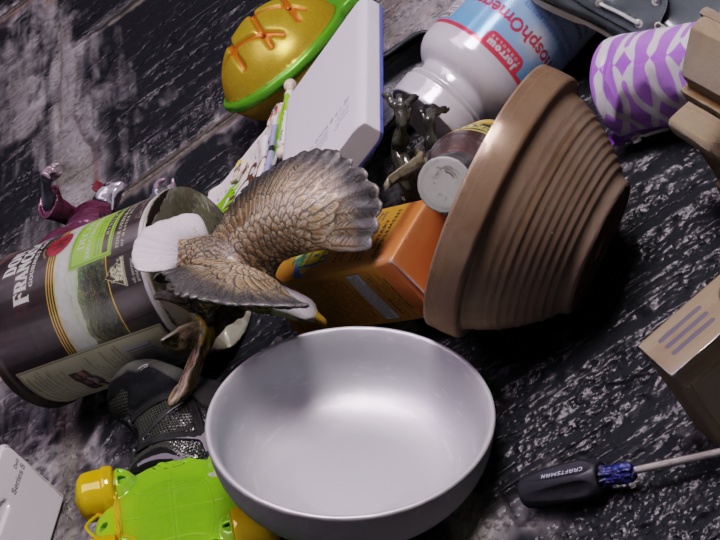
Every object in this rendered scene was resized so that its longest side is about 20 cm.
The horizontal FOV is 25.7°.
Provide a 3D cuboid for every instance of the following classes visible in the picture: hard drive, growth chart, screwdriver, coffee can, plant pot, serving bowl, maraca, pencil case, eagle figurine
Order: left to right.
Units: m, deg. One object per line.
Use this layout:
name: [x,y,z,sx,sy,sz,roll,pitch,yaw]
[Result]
coffee can: [-0.215,0.026,1.394,0.198,0.147,0.147,-19,37,30]
growth chart: [-0.119,-0.074,1.487,0.200,0.018,0.145,-49,23,25]
eagle figurine: [-0.082,-0.002,1.188,0.200,0.149,0.153,128,137,-58]
maraca: [-0.063,-0.228,1.579,0.200,0.107,0.137,-50,26,-23]
hard drive: [-0.024,-0.128,1.324,0.132,0.025,0.201,-50,23,31]
serving bowl: [-0.006,0.124,1.083,0.197,0.066,0.201,-2,34,1]
plant pot: [0.129,-0.034,1.111,0.092,0.201,0.202,26,64,13]
screwdriver: [0.181,0.120,0.963,0.199,0.028,0.029,-17,10,39]
pencil case: [0.260,-0.142,1.156,0.199,0.083,0.087,-4,82,47]

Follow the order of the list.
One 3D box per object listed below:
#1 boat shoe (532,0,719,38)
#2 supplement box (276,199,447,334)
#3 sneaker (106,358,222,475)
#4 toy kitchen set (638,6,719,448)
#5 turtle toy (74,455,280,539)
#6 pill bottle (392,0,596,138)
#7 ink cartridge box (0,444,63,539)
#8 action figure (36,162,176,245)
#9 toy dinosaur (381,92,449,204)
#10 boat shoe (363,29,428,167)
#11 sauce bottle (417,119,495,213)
boat shoe: [0.217,-0.218,1.236,0.198,0.062,0.073,23,72,21]
supplement box: [0.000,0.000,1.245,0.199,0.069,0.067,-14,39,55]
sneaker: [-0.164,0.138,1.268,0.198,0.077,0.114,12,53,46]
toy kitchen set: [0.213,-0.039,0.998,0.180,0.163,0.200,-41,31,0]
turtle toy: [-0.123,0.209,1.109,0.144,0.102,0.201,-11,33,-3]
pill bottle: [0.122,-0.195,1.339,0.200,0.109,0.108,-48,32,-10]
ink cartridge box: [-0.363,0.252,1.333,0.199,0.084,0.146,-23,36,27]
action figure: [-0.268,-0.027,1.594,0.201,0.132,0.150,-83,7,-63]
toy dinosaur: [0.043,-0.091,1.237,0.047,0.200,0.089,0,84,9]
boat shoe: [0.003,-0.147,1.428,0.198,0.066,0.075,-34,72,1]
sauce bottle: [0.084,-0.077,1.192,0.066,0.066,0.200,-31,1,15]
